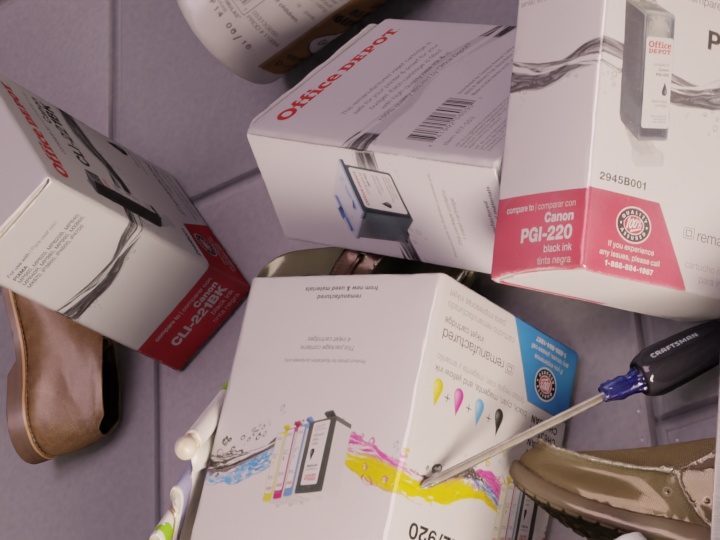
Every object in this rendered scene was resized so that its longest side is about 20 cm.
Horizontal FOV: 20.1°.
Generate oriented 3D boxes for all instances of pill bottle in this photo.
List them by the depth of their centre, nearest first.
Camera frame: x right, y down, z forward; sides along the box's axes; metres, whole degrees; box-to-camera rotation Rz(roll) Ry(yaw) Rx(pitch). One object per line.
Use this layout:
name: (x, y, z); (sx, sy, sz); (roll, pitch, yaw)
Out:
pill bottle: (-0.021, -0.223, 1.367); (0.200, 0.114, 0.115); (-33, 52, 24)

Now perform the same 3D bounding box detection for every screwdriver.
screwdriver: (0.116, 0.071, 1.094); (0.199, 0.028, 0.029); (-20, 69, -17)

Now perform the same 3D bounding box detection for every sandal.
sandal: (-0.001, 0.001, 1.270); (0.201, 0.057, 0.080); (-10, 45, 38)

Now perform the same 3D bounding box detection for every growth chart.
growth chart: (-0.103, 0.158, 1.195); (0.018, 0.145, 0.201); (20, 112, 9)

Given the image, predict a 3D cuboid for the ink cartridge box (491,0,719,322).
ink cartridge box: (0.159, -0.083, 1.099); (0.085, 0.145, 0.201); (-10, 72, 57)

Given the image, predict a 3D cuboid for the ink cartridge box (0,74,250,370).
ink cartridge box: (-0.190, -0.035, 1.358); (0.084, 0.200, 0.144); (-48, 48, 11)

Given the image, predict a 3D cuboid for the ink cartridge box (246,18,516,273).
ink cartridge box: (0.056, -0.079, 1.212); (0.200, 0.086, 0.146); (9, 41, 43)

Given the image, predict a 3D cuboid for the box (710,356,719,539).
box: (0.246, 0.127, 0.974); (0.158, 0.048, 0.201); (4, 69, 9)

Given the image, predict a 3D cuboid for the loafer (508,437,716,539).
loafer: (0.173, 0.121, 1.072); (0.200, 0.076, 0.068); (15, 74, 31)

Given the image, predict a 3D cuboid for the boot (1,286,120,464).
boot: (-0.209, 0.034, 1.442); (0.075, 0.074, 0.201); (-17, 67, 19)

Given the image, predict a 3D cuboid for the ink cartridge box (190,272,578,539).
ink cartridge box: (0.013, 0.119, 1.151); (0.144, 0.147, 0.201); (-1, 69, 39)

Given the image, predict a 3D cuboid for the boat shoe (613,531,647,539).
boat shoe: (0.110, 0.221, 1.059); (0.065, 0.073, 0.200); (47, 130, 28)
